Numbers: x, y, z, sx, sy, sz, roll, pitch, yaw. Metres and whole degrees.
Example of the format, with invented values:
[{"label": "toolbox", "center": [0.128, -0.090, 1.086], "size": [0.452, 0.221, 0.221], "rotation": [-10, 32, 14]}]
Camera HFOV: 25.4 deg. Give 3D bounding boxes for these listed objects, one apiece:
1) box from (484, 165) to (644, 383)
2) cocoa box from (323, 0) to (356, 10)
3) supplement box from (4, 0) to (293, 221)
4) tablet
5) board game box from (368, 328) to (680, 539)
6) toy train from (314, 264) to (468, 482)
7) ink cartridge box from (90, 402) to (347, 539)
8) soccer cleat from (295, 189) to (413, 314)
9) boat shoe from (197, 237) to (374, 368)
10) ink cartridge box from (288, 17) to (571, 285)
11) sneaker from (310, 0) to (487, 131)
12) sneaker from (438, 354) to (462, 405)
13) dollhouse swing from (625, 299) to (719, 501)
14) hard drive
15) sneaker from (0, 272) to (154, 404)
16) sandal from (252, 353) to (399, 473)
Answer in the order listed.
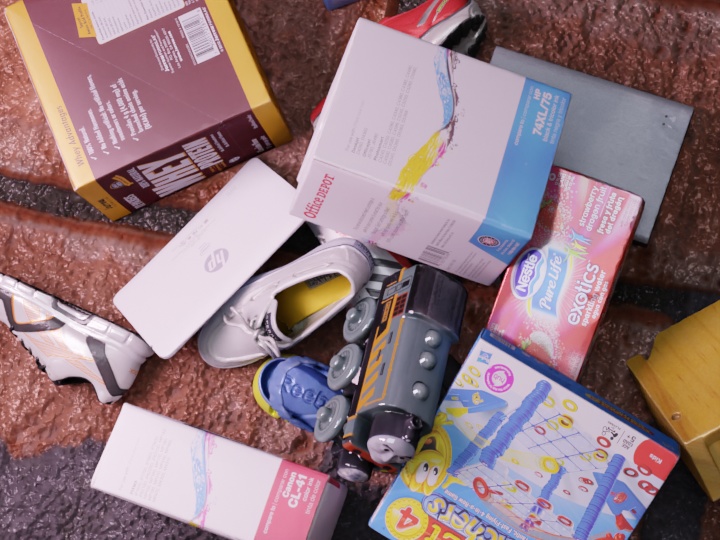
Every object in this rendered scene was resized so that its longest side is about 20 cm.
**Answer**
[{"label": "box", "center": [0.181, 0.012, 1.451], "size": [0.095, 0.100, 0.200], "rotation": [21, 94, 10]}, {"label": "cocoa box", "center": [0.032, -0.358, 1.542], "size": [0.200, 0.133, 0.131], "rotation": [-19, 78, 3]}, {"label": "supplement box", "center": [-0.201, -0.186, 1.537], "size": [0.200, 0.133, 0.197], "rotation": [-24, 78, 2]}, {"label": "tablet", "center": [-0.142, -0.015, 1.521], "size": [0.200, 0.014, 0.130], "rotation": [-46, 40, -3]}, {"label": "board game box", "center": [0.141, 0.186, 1.389], "size": [0.200, 0.056, 0.196], "rotation": [30, 100, 4]}, {"label": "toy train", "center": [0.029, 0.087, 1.395], "size": [0.085, 0.114, 0.200], "rotation": [32, 54, -23]}, {"label": "ink cartridge box", "center": [-0.123, 0.196, 1.446], "size": [0.200, 0.148, 0.086], "rotation": [20, 82, 9]}, {"label": "soccer cleat", "center": [0.000, 0.000, 1.512], "size": [0.200, 0.069, 0.085], "rotation": [40, 82, 8]}, {"label": "boat shoe", "center": [-0.077, 0.046, 1.468], "size": [0.202, 0.086, 0.075], "rotation": [-28, 107, 25]}, {"label": "ink cartridge box", "center": [0.058, -0.102, 1.417], "size": [0.200, 0.147, 0.146], "rotation": [19, 71, -5]}, {"label": "sneaker", "center": [0.030, -0.200, 1.555], "size": [0.200, 0.077, 0.085], "rotation": [-37, 57, -2]}, {"label": "sneaker", "center": [0.143, 0.147, 1.459], "size": [0.091, 0.076, 0.200], "rotation": [-41, 86, 7]}, {"label": "dollhouse swing", "center": [0.386, 0.137, 1.454], "size": [0.200, 0.176, 0.182], "rotation": [-29, 36, 1]}, {"label": "hard drive", "center": [0.200, -0.119, 1.527], "size": [0.200, 0.033, 0.140], "rotation": [19, 82, 10]}, {"label": "sneaker", "center": [-0.300, 0.062, 1.532], "size": [0.200, 0.074, 0.080], "rotation": [25, 86, 12]}, {"label": "sandal", "center": [-0.011, 0.132, 1.477], "size": [0.200, 0.087, 0.080], "rotation": [18, 80, 8]}]
